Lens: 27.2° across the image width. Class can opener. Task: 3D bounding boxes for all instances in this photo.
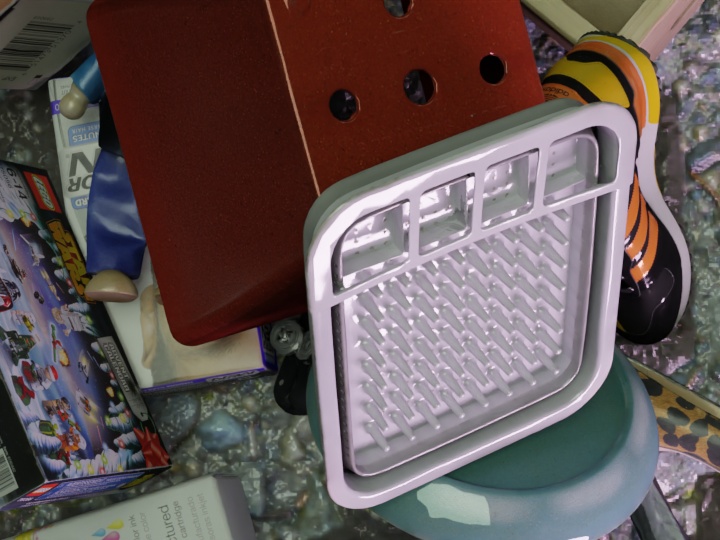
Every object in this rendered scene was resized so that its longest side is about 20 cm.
[{"bbox_3d":[0.000,0.000,0.916,0.063,0.079,0.201,8,77,45],"label":"can opener"}]

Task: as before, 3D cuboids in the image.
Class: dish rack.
[{"bbox_3d":[0.046,0.012,0.708,0.171,0.201,0.044,-22,44,-20],"label":"dish rack"}]

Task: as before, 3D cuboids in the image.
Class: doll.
[{"bbox_3d":[-0.110,-0.080,0.873,0.136,0.048,0.201,4,80,-3],"label":"doll"}]

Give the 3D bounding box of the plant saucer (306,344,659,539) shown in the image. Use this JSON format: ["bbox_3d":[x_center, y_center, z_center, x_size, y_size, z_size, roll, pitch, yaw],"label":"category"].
[{"bbox_3d":[0.070,0.069,0.821,0.199,0.027,0.201,6,42,-6],"label":"plant saucer"}]

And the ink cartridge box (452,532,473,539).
[{"bbox_3d":[0.052,0.260,0.786,0.145,0.084,0.200,37,89,12],"label":"ink cartridge box"}]

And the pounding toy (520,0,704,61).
[{"bbox_3d":[0.173,-0.226,0.898,0.184,0.142,0.200,41,98,10],"label":"pounding toy"}]

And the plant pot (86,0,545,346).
[{"bbox_3d":[-0.007,-0.081,0.785,0.199,0.176,0.201,-16,94,-24],"label":"plant pot"}]

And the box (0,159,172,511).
[{"bbox_3d":[-0.187,0.030,0.822,0.040,0.137,0.201,-29,78,16],"label":"box"}]

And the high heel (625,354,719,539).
[{"bbox_3d":[0.230,0.073,0.870,0.199,0.071,0.143,-26,82,7],"label":"high heel"}]

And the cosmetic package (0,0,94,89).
[{"bbox_3d":[-0.231,-0.219,0.885,0.103,0.087,0.201,-34,73,34],"label":"cosmetic package"}]

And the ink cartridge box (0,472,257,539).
[{"bbox_3d":[-0.152,0.217,0.880,0.199,0.086,0.148,-18,82,1],"label":"ink cartridge box"}]

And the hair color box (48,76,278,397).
[{"bbox_3d":[-0.122,-0.026,0.922,0.109,0.065,0.201,-10,83,3],"label":"hair color box"}]

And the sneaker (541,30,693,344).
[{"bbox_3d":[0.131,-0.029,0.843,0.070,0.201,0.090,15,42,40],"label":"sneaker"}]
